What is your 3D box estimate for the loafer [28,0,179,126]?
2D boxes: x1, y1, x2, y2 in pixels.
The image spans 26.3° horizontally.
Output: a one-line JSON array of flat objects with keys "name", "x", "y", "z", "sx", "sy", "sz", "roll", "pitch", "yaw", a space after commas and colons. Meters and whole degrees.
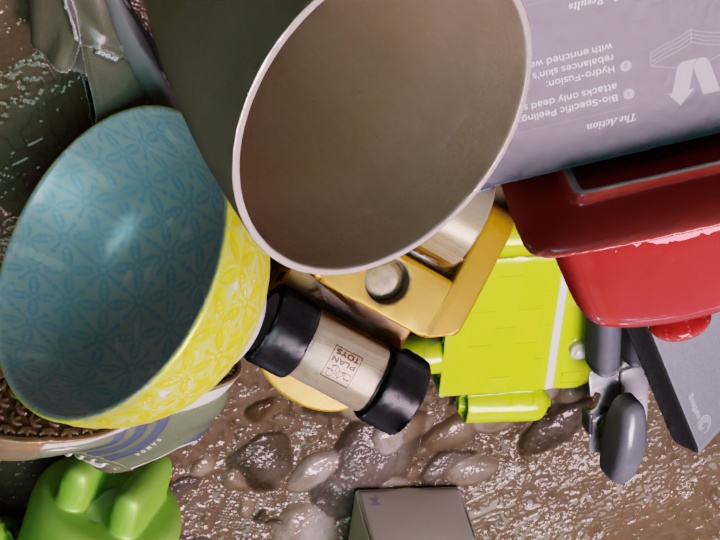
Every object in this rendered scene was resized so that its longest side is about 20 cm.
[{"name": "loafer", "x": -0.174, "y": -0.155, "z": 0.948, "sx": 0.069, "sy": 0.075, "sz": 0.201, "roll": -26, "pitch": 124, "yaw": -1}]

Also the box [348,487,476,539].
[{"name": "box", "x": 0.033, "y": 0.281, "z": 1.273, "sx": 0.094, "sy": 0.078, "sz": 0.202, "roll": -1, "pitch": 122, "yaw": -12}]

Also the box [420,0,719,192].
[{"name": "box", "x": 0.129, "y": -0.176, "z": 0.942, "sx": 0.194, "sy": 0.118, "sz": 0.202, "roll": -12, "pitch": 124, "yaw": 2}]

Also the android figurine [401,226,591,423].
[{"name": "android figurine", "x": 0.121, "y": 0.036, "z": 1.162, "sx": 0.197, "sy": 0.041, "sz": 0.184, "roll": -1, "pitch": 122, "yaw": -11}]

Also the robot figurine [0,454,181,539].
[{"name": "robot figurine", "x": -0.203, "y": 0.220, "z": 1.156, "sx": 0.174, "sy": 0.116, "sz": 0.202, "roll": 25, "pitch": 119, "yaw": 4}]

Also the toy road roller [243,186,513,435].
[{"name": "toy road roller", "x": 0.000, "y": 0.000, "z": 1.057, "sx": 0.122, "sy": 0.146, "sz": 0.202, "roll": 28, "pitch": 95, "yaw": -17}]

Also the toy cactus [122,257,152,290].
[{"name": "toy cactus", "x": -0.191, "y": 0.061, "z": 1.088, "sx": 0.164, "sy": 0.103, "sz": 0.200, "roll": 23, "pitch": 113, "yaw": -46}]

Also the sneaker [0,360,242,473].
[{"name": "sneaker", "x": -0.173, "y": 0.105, "z": 1.021, "sx": 0.198, "sy": 0.067, "sz": 0.090, "roll": -13, "pitch": 142, "yaw": -37}]

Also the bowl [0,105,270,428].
[{"name": "bowl", "x": -0.121, "y": 0.010, "z": 0.950, "sx": 0.200, "sy": 0.201, "sz": 0.107, "roll": -44, "pitch": 139, "yaw": 16}]

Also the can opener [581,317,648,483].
[{"name": "can opener", "x": 0.198, "y": 0.062, "z": 1.139, "sx": 0.052, "sy": 0.066, "sz": 0.202, "roll": -16, "pitch": 121, "yaw": -18}]

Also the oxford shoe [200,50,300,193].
[{"name": "oxford shoe", "x": -0.083, "y": -0.055, "z": 1.006, "sx": 0.070, "sy": 0.073, "sz": 0.201, "roll": -9, "pitch": 147, "yaw": -25}]

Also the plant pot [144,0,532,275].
[{"name": "plant pot", "x": -0.038, "y": -0.130, "z": 0.854, "sx": 0.186, "sy": 0.200, "sz": 0.189, "roll": -22, "pitch": 134, "yaw": -25}]

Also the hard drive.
[{"name": "hard drive", "x": 0.282, "y": 0.018, "z": 1.138, "sx": 0.200, "sy": 0.033, "sz": 0.140, "roll": -43, "pitch": 127, "yaw": -19}]

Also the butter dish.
[{"name": "butter dish", "x": 0.201, "y": -0.023, "z": 1.011, "sx": 0.197, "sy": 0.200, "sz": 0.149, "roll": -13, "pitch": 117, "yaw": 3}]
